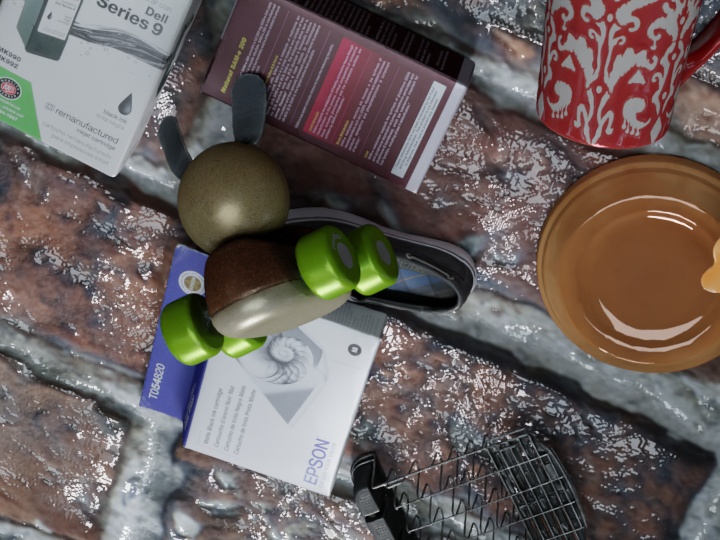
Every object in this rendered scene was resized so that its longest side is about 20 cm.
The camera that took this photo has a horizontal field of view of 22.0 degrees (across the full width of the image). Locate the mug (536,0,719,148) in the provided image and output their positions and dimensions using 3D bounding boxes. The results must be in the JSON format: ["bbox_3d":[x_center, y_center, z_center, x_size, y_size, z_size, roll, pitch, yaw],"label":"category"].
[{"bbox_3d":[0.221,-0.201,1.411,0.176,0.134,0.202,11,121,7],"label":"mug"}]

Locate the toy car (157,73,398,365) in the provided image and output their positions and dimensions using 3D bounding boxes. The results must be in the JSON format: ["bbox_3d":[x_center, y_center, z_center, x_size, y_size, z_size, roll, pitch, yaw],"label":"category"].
[{"bbox_3d":[-0.092,-0.048,1.503,0.163,0.158,0.202,-25,82,22],"label":"toy car"}]

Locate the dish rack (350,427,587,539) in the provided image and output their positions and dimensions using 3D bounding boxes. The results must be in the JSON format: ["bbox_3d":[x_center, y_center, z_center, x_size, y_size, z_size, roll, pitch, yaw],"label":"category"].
[{"bbox_3d":[0.102,0.220,1.685,0.198,0.055,0.154,-20,112,17],"label":"dish rack"}]

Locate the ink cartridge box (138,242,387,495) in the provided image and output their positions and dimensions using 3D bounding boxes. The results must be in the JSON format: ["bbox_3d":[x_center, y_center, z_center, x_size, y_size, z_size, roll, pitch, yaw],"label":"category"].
[{"bbox_3d":[-0.094,0.092,1.651,0.198,0.041,0.201,18,126,2],"label":"ink cartridge box"}]

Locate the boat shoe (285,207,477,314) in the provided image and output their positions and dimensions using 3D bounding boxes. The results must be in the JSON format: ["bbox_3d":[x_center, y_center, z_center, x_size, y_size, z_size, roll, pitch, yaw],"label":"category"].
[{"bbox_3d":[0.000,0.000,1.586,0.198,0.066,0.070,14,118,3],"label":"boat shoe"}]

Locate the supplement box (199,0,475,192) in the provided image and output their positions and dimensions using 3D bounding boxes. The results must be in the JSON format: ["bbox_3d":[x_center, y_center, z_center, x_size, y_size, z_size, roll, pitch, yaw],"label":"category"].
[{"bbox_3d":[-0.019,-0.159,1.514,0.199,0.061,0.109,25,118,-3],"label":"supplement box"}]

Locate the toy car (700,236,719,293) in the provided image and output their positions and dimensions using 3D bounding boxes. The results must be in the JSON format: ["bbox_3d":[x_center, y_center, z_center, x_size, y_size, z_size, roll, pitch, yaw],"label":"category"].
[{"bbox_3d":[0.335,0.050,1.481,0.176,0.185,0.200,-35,104,24],"label":"toy car"}]

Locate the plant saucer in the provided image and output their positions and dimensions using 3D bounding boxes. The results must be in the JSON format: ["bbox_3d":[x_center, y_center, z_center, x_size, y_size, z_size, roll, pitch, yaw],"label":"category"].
[{"bbox_3d":[0.246,0.002,1.557,0.198,0.038,0.202,5,117,9],"label":"plant saucer"}]

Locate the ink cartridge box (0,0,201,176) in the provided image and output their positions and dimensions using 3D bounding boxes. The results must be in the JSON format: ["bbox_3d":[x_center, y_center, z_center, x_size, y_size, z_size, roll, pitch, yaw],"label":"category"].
[{"bbox_3d":[-0.219,-0.203,1.517,0.145,0.084,0.201,26,117,-3],"label":"ink cartridge box"}]
